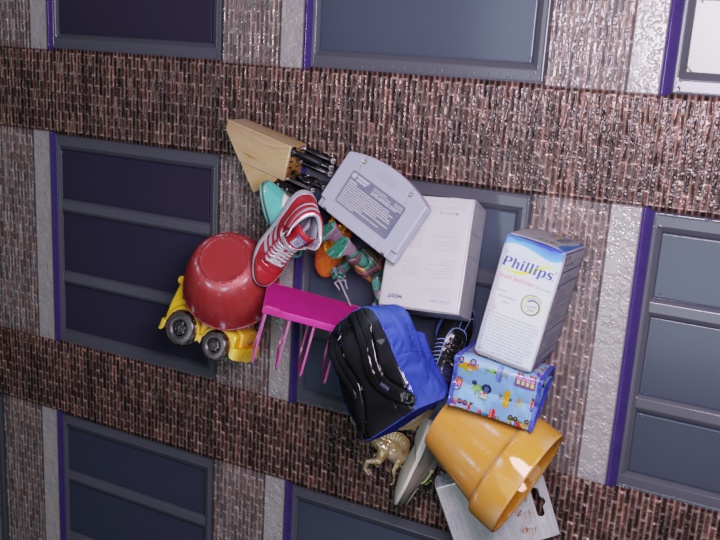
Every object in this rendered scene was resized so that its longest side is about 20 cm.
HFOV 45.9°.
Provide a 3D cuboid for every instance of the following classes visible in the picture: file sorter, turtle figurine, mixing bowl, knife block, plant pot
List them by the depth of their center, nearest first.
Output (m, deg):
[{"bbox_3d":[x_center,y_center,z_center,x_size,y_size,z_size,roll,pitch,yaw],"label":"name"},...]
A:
[{"bbox_3d":[0.215,0.306,1.456,0.182,0.199,0.203,37,114,22],"label":"plant pot"},{"bbox_3d":[0.000,0.000,1.579,0.149,0.200,0.101,22,69,48],"label":"turtle figurine"},{"bbox_3d":[-0.099,0.125,1.602,0.196,0.139,0.128,15,106,-7],"label":"file sorter"},{"bbox_3d":[-0.147,-0.231,1.641,0.174,0.064,0.203,-25,89,28],"label":"knife block"},{"bbox_3d":[-0.259,0.003,1.659,0.196,0.109,0.204,0,64,0],"label":"mixing bowl"}]

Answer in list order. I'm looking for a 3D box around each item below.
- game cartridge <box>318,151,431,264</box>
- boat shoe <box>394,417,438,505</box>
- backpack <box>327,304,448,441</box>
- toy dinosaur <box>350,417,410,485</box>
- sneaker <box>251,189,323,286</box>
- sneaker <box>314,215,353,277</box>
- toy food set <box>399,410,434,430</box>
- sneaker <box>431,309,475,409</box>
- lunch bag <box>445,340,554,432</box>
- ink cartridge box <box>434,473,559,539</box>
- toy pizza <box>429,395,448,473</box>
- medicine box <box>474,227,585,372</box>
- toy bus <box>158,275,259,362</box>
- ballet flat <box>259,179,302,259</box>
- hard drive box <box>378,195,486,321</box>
[{"bbox_3d":[0.027,-0.120,1.508,0.199,0.041,0.134,39,93,29],"label":"game cartridge"},{"bbox_3d":[0.115,0.368,1.593,0.059,0.072,0.204,17,118,-6],"label":"boat shoe"},{"bbox_3d":[0.042,0.163,1.454,0.162,0.167,0.202,-38,71,32],"label":"backpack"},{"bbox_3d":[0.048,0.353,1.668,0.198,0.058,0.102,31,111,-5],"label":"toy dinosaur"},{"bbox_3d":[-0.134,-0.041,1.550,0.070,0.113,0.202,23,107,-26],"label":"sneaker"},{"bbox_3d":[-0.045,-0.076,1.616,0.072,0.077,0.203,30,114,16],"label":"sneaker"},{"bbox_3d":[0.063,0.211,1.638,0.198,0.048,0.201,31,113,17],"label":"toy food set"},{"bbox_3d":[0.158,0.157,1.534,0.069,0.078,0.203,24,94,-17],"label":"sneaker"},{"bbox_3d":[0.248,0.173,1.451,0.148,0.200,0.096,15,109,18],"label":"lunch bag"},{"bbox_3d":[0.254,0.437,1.583,0.196,0.047,0.163,-17,107,10],"label":"ink cartridge box"},{"bbox_3d":[0.220,0.314,1.586,0.196,0.032,0.204,7,109,21],"label":"toy pizza"},{"bbox_3d":[0.283,0.043,1.407,0.101,0.181,0.204,18,102,22],"label":"medicine box"},{"bbox_3d":[-0.288,0.075,1.752,0.197,0.135,0.195,21,94,18],"label":"toy bus"},{"bbox_3d":[-0.143,-0.097,1.632,0.069,0.068,0.202,2,140,8],"label":"ballet flat"},{"bbox_3d":[0.127,-0.023,1.502,0.153,0.077,0.204,7,81,25],"label":"hard drive box"}]
